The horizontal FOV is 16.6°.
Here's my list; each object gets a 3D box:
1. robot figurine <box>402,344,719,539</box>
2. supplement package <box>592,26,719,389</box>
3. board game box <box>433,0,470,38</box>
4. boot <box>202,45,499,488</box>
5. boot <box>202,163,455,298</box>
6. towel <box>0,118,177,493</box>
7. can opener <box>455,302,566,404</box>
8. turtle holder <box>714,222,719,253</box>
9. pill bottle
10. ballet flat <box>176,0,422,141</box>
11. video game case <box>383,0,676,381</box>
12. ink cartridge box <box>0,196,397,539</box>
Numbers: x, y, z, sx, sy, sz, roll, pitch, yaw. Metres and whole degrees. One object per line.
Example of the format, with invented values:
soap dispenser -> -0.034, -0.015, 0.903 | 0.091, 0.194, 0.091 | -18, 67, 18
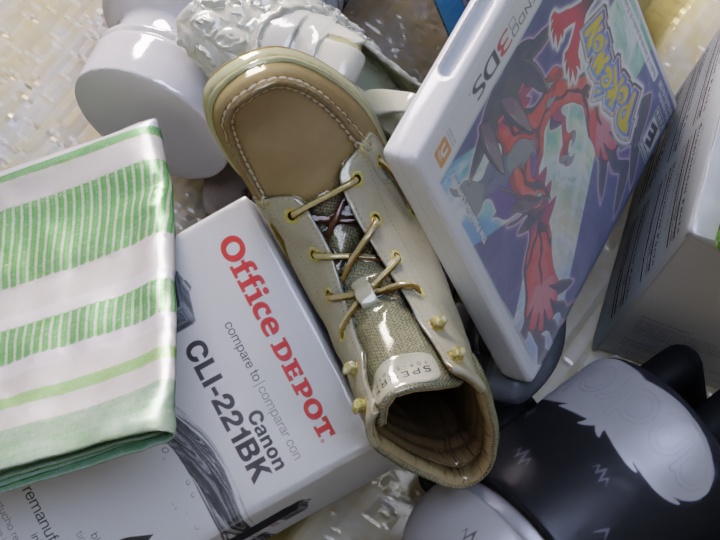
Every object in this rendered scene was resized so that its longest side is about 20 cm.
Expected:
robot figurine -> 0.115, 0.126, 1.260 | 0.200, 0.150, 0.125 | -36, 100, -19
supplement package -> 0.248, -0.023, 1.287 | 0.191, 0.200, 0.147 | 18, 70, -2
board game box -> 0.082, -0.187, 1.297 | 0.056, 0.196, 0.200 | -7, 53, 16
boot -> 0.000, 0.000, 1.165 | 0.072, 0.200, 0.155 | -27, 44, 9
boot -> -0.011, -0.046, 1.332 | 0.146, 0.070, 0.200 | 11, 63, 4
towel -> -0.160, 0.020, 1.198 | 0.152, 0.023, 0.200 | -17, 46, 15
can opener -> 0.093, -0.011, 1.329 | 0.066, 0.053, 0.200 | 8, 60, 18
turtle holder -> 0.268, -0.020, 1.111 | 0.185, 0.141, 0.132 | 7, 88, -15
pill bottle -> -0.069, -0.155, 1.320 | 0.119, 0.120, 0.200 | 27, 63, 2
ballet flat -> 0.004, -0.089, 1.242 | 0.200, 0.072, 0.072 | 32, 68, -18
video game case -> 0.090, -0.070, 1.211 | 0.023, 0.200, 0.182 | 17, 65, 30
ink cartridge box -> -0.100, 0.076, 1.234 | 0.200, 0.084, 0.144 | -29, 77, 3
